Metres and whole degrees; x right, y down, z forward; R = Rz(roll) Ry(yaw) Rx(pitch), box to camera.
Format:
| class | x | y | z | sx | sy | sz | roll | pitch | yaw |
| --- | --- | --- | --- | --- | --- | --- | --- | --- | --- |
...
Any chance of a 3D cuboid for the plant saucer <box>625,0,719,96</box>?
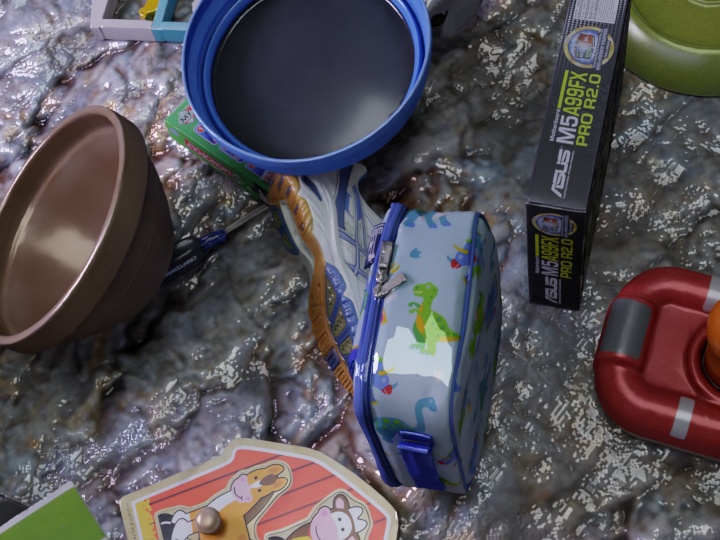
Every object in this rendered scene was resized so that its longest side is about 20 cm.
| class | x | y | z | sx | sy | sz | roll | pitch | yaw |
| --- | --- | --- | --- | --- | --- | --- | --- | --- | --- |
| plant saucer | 0.299 | -0.242 | 1.022 | 0.197 | 0.031 | 0.203 | -4 | 64 | 8 |

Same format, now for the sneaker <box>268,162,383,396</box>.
| class | x | y | z | sx | sy | sz | roll | pitch | yaw |
| --- | --- | --- | --- | --- | --- | --- | --- | --- | --- |
| sneaker | 0.000 | 0.000 | 0.931 | 0.087 | 0.075 | 0.203 | -12 | 75 | -28 |

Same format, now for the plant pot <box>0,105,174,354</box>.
| class | x | y | z | sx | sy | sz | roll | pitch | yaw |
| --- | --- | --- | --- | --- | --- | --- | --- | --- | --- |
| plant pot | -0.213 | -0.020 | 0.946 | 0.200 | 0.092 | 0.203 | -28 | 48 | 35 |

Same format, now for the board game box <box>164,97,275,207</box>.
| class | x | y | z | sx | sy | sz | roll | pitch | yaw |
| --- | --- | --- | --- | --- | --- | --- | --- | --- | --- |
| board game box | -0.054 | -0.157 | 1.033 | 0.134 | 0.029 | 0.200 | 34 | 70 | 23 |

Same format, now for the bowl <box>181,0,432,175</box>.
| class | x | y | z | sx | sy | sz | roll | pitch | yaw |
| --- | --- | --- | --- | --- | --- | --- | --- | --- | --- |
| bowl | -0.041 | -0.167 | 0.932 | 0.197 | 0.039 | 0.204 | -4 | 67 | 9 |

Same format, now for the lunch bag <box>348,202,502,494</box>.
| class | x | y | z | sx | sy | sz | roll | pitch | yaw |
| --- | --- | --- | --- | --- | --- | --- | --- | --- | --- |
| lunch bag | 0.048 | 0.061 | 0.821 | 0.081 | 0.201 | 0.163 | 5 | 65 | 13 |

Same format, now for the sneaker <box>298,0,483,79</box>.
| class | x | y | z | sx | sy | sz | roll | pitch | yaw |
| --- | --- | --- | --- | --- | --- | --- | --- | --- | --- |
| sneaker | 0.021 | -0.232 | 1.007 | 0.115 | 0.075 | 0.200 | 40 | 75 | 21 |

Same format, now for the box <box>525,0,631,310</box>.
| class | x | y | z | sx | sy | sz | roll | pitch | yaw |
| --- | --- | --- | --- | --- | --- | --- | --- | --- | --- |
| box | 0.165 | -0.095 | 0.901 | 0.044 | 0.161 | 0.203 | 10 | 67 | 13 |

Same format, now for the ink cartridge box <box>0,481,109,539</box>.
| class | x | y | z | sx | sy | sz | roll | pitch | yaw |
| --- | --- | --- | --- | --- | --- | --- | --- | --- | --- |
| ink cartridge box | -0.185 | 0.250 | 0.780 | 0.147 | 0.076 | 0.202 | -32 | 95 | 0 |

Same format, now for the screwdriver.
| class | x | y | z | sx | sy | sz | roll | pitch | yaw |
| --- | --- | --- | --- | --- | --- | --- | --- | --- | --- |
| screwdriver | -0.099 | -0.037 | 0.999 | 0.198 | 0.028 | 0.029 | -28 | 92 | -12 |

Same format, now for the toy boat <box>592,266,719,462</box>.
| class | x | y | z | sx | sy | sz | roll | pitch | yaw |
| --- | --- | --- | --- | --- | --- | --- | --- | --- | --- |
| toy boat | 0.263 | 0.058 | 0.824 | 0.197 | 0.131 | 0.132 | 14 | 67 | 16 |

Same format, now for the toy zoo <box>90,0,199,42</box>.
| class | x | y | z | sx | sy | sz | roll | pitch | yaw |
| --- | --- | --- | --- | --- | --- | --- | --- | --- | --- |
| toy zoo | -0.174 | -0.275 | 1.125 | 0.197 | 0.021 | 0.133 | 5 | 65 | 12 |

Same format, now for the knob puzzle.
| class | x | y | z | sx | sy | sz | roll | pitch | yaw |
| --- | --- | --- | --- | --- | --- | --- | --- | --- | --- |
| knob puzzle | -0.066 | 0.210 | 0.864 | 0.216 | 0.031 | 0.223 | -4 | 63 | 8 |

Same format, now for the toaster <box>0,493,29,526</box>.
| class | x | y | z | sx | sy | sz | roll | pitch | yaw |
| --- | --- | --- | --- | --- | --- | --- | --- | --- | --- |
| toaster | -0.342 | 0.235 | 0.851 | 0.178 | 0.119 | 0.202 | 11 | 67 | 15 |
